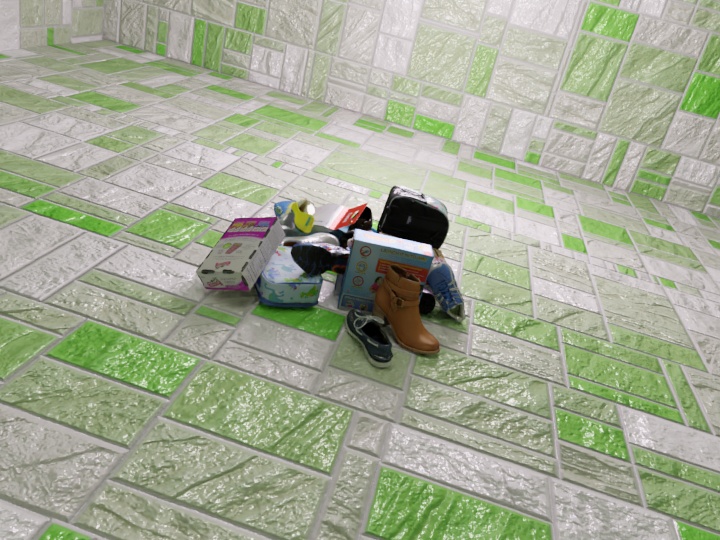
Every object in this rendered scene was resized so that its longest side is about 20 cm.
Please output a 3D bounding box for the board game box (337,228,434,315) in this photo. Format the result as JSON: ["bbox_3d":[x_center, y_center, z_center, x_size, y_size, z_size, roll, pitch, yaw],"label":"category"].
[{"bbox_3d":[0.058,0.017,1.546,0.196,0.199,0.056,12,29,-6],"label":"board game box"}]

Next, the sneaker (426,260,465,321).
[{"bbox_3d":[0.223,0.052,1.609,0.201,0.075,0.078,52,9,-41],"label":"sneaker"}]

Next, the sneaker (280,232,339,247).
[{"bbox_3d":[-0.146,-0.058,1.715,0.196,0.078,0.081,-8,11,-23],"label":"sneaker"}]

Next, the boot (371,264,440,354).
[{"bbox_3d":[0.117,0.092,1.474,0.198,0.157,0.073,29,29,20],"label":"boot"}]

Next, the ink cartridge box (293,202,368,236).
[{"bbox_3d":[-0.089,-0.156,1.853,0.197,0.058,0.163,-23,19,27],"label":"ink cartridge box"}]

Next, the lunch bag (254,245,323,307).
[{"bbox_3d":[-0.190,0.012,1.561,0.158,0.084,0.200,2,28,-26],"label":"lunch bag"}]

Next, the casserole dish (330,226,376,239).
[{"bbox_3d":[-0.029,-0.121,1.966,0.198,0.039,0.120,27,29,26],"label":"casserole dish"}]

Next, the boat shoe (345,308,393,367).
[{"bbox_3d":[0.019,0.138,1.441,0.073,0.063,0.201,2,28,-21],"label":"boat shoe"}]

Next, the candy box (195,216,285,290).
[{"bbox_3d":[-0.283,-0.042,1.516,0.134,0.062,0.201,1,42,27],"label":"candy box"}]

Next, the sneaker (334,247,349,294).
[{"bbox_3d":[0.000,0.000,1.689,0.113,0.082,0.200,14,24,4],"label":"sneaker"}]

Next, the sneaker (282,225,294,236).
[{"bbox_3d":[-0.272,-0.092,1.731,0.079,0.080,0.198,36,34,29],"label":"sneaker"}]

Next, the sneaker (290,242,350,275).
[{"bbox_3d":[-0.100,-0.034,1.544,0.078,0.076,0.198,32,12,38],"label":"sneaker"}]

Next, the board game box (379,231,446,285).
[{"bbox_3d":[0.145,-0.027,1.735,0.196,0.047,0.152,16,27,-17],"label":"board game box"}]

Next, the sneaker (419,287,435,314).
[{"bbox_3d":[0.099,0.054,1.662,0.197,0.077,0.088,22,16,-2],"label":"sneaker"}]

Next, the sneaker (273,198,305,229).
[{"bbox_3d":[-0.229,-0.163,1.928,0.103,0.077,0.200,2,22,19],"label":"sneaker"}]

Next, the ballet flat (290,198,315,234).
[{"bbox_3d":[-0.155,-0.163,1.782,0.066,0.068,0.201,26,17,-18],"label":"ballet flat"}]

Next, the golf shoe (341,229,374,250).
[{"bbox_3d":[0.011,-0.051,1.644,0.090,0.074,0.200,5,19,-21],"label":"golf shoe"}]

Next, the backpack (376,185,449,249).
[{"bbox_3d":[0.157,-0.142,1.850,0.196,0.180,0.151,18,30,-4],"label":"backpack"}]

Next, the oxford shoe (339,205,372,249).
[{"bbox_3d":[-0.015,-0.110,1.843,0.071,0.085,0.202,15,54,6],"label":"oxford shoe"}]
